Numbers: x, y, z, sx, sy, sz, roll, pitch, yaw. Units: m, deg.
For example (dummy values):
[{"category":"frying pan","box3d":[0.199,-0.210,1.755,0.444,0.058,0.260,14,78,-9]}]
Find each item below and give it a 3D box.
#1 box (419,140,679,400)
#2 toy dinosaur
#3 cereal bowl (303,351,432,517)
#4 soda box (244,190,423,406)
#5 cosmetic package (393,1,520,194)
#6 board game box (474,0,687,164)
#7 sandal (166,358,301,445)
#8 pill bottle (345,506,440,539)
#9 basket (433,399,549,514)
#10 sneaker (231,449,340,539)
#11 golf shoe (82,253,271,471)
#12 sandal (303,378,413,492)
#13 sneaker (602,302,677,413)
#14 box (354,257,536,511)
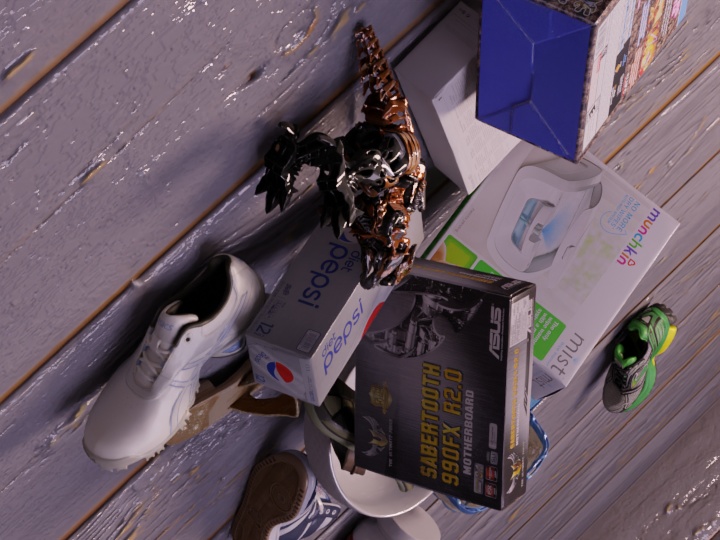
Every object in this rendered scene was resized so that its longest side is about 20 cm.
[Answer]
[{"category":"box","box3d":[0.165,-0.011,1.463,0.200,0.176,0.097,-52,180,-17]},{"category":"toy dinosaur","box3d":[-0.001,-0.082,1.209,0.136,0.201,0.102,-17,-175,-40]},{"category":"cereal bowl","box3d":[0.015,0.150,1.610,0.200,0.083,0.201,-12,108,-41]},{"category":"soda box","box3d":[-0.018,0.011,1.292,0.200,0.063,0.068,-57,155,-34]},{"category":"cosmetic package","box3d":[0.089,-0.144,1.333,0.083,0.051,0.200,-47,158,-7]},{"category":"board game box","box3d":[0.183,-0.216,1.235,0.200,0.097,0.160,-52,157,-30]},{"category":"sandal","box3d":[-0.088,0.116,1.434,0.211,0.070,0.078,-31,153,-34]},{"category":"pill bottle","box3d":[0.016,0.399,2.048,0.200,0.112,0.112,-55,156,21]},{"category":"basket","box3d":[0.157,0.215,1.948,0.176,0.139,0.200,-37,166,-19]},{"category":"sneaker","box3d":[-0.065,0.239,1.683,0.108,0.070,0.200,-23,155,-36]},{"category":"golf shoe","box3d":[-0.157,0.065,1.237,0.200,0.078,0.097,-51,154,-15]},{"category":"sandal","box3d":[-0.008,0.158,1.494,0.057,0.080,0.201,-30,141,16]},{"category":"sneaker","box3d":[0.405,0.137,2.368,0.085,0.078,0.200,-18,136,-38]},{"category":"box","box3d":[0.072,0.094,1.369,0.048,0.158,0.201,-24,121,-52]}]
